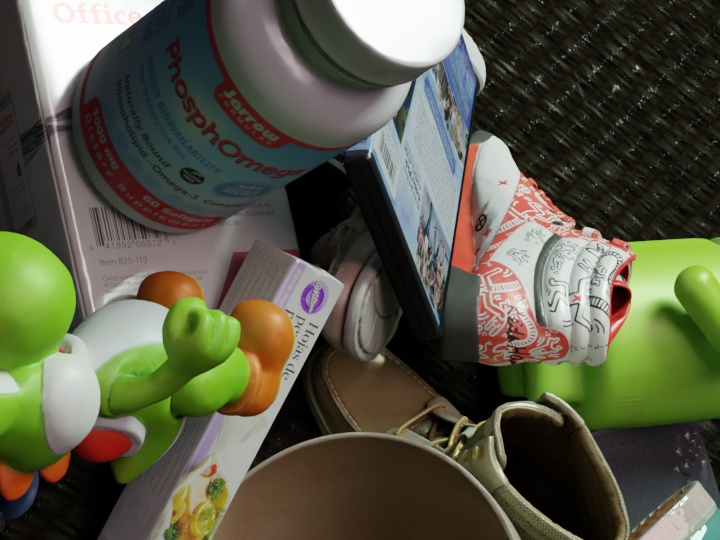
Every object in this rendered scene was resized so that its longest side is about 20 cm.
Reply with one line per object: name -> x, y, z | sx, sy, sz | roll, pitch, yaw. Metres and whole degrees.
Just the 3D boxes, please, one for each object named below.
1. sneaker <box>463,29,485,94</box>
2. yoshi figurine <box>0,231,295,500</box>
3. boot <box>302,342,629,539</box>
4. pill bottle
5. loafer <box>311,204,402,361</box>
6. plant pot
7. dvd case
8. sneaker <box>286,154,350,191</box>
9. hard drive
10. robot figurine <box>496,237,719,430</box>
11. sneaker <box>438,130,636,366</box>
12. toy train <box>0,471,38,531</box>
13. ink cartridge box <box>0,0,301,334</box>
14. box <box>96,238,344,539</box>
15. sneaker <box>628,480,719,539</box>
sneaker -> 0.012, -0.187, 1.150 | 0.200, 0.073, 0.085 | 38, 51, -29
yoshi figurine -> -0.118, 0.025, 0.809 | 0.200, 0.112, 0.112 | -9, 63, -57
boot -> 0.055, 0.094, 1.001 | 0.072, 0.155, 0.200 | -37, 79, -23
pill bottle -> -0.045, -0.097, 0.873 | 0.109, 0.200, 0.109 | 15, 63, -34
loafer -> 0.000, 0.000, 1.038 | 0.200, 0.063, 0.072 | -39, 143, -69
plant pot -> 0.014, 0.200, 0.942 | 0.134, 0.200, 0.201 | 45, 43, -55
dvd case -> 0.031, -0.082, 0.996 | 0.143, 0.017, 0.200 | 68, 25, -45
sneaker -> -0.057, -0.127, 1.073 | 0.200, 0.076, 0.115 | 45, 48, -20
hard drive -> 0.151, 0.169, 1.144 | 0.200, 0.042, 0.135 | -8, 78, -39
robot figurine -> 0.186, 0.039, 1.155 | 0.199, 0.175, 0.116 | -4, 91, -17
sneaker -> 0.107, -0.012, 1.082 | 0.108, 0.067, 0.202 | 4, 35, 6
toy train -> -0.222, 0.054, 0.838 | 0.087, 0.114, 0.201 | -6, 77, -52
ink cartridge box -> -0.120, -0.049, 0.984 | 0.146, 0.083, 0.201 | -4, 75, -40
box -> -0.076, 0.083, 0.927 | 0.039, 0.041, 0.200 | 30, 86, -42
sneaker -> 0.151, 0.210, 1.038 | 0.200, 0.071, 0.080 | -40, 85, -21
